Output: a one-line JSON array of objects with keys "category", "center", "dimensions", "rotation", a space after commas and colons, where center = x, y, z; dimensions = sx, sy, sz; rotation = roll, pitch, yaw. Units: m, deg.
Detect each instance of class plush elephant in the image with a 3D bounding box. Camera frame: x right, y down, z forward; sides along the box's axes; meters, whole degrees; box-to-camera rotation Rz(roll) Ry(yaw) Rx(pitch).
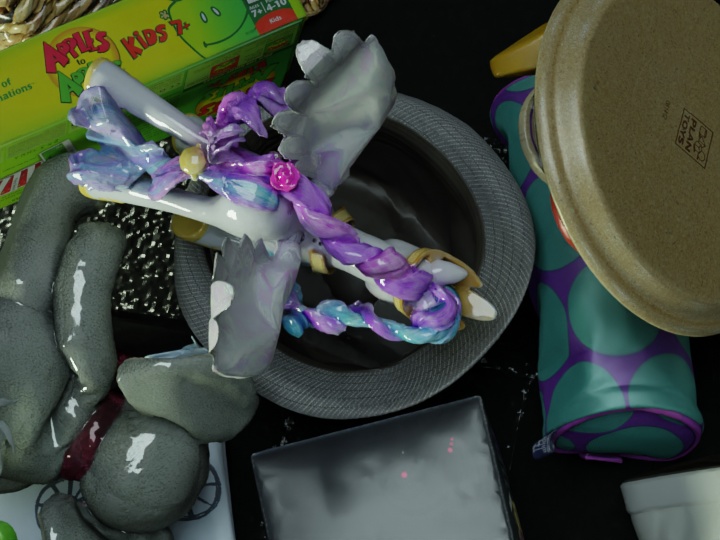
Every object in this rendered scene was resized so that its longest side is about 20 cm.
[{"category": "plush elephant", "center": [-0.136, 0.068, 1.383], "dimensions": [0.155, 0.200, 0.165], "rotation": [31, 116, -20]}]

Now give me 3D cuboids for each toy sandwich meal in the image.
[{"category": "toy sandwich meal", "center": [0.140, -0.057, 1.343], "dimensions": [0.070, 0.205, 0.206], "rotation": [-17, 65, 44]}]

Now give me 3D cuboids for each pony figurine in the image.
[{"category": "pony figurine", "center": [-0.044, -0.033, 1.304], "dimensions": [0.200, 0.193, 0.167], "rotation": [25, 87, 26]}]

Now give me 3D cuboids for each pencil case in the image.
[{"category": "pencil case", "center": [0.119, -0.001, 1.414], "dimensions": [0.085, 0.092, 0.200], "rotation": [4, 68, -28]}]

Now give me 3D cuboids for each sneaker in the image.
[{"category": "sneaker", "center": [0.205, 0.127, 1.320], "dimensions": [0.073, 0.200, 0.085], "rotation": [-12, 87, -28]}]

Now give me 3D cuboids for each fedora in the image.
[{"category": "fedora", "center": [0.000, 0.000, 1.429], "dimensions": [0.200, 0.090, 0.177], "rotation": [34, 79, 23]}]

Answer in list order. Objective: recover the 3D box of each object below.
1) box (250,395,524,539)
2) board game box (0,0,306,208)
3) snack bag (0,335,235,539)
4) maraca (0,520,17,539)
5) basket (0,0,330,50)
[{"category": "box", "center": [0.030, 0.180, 1.359], "dimensions": [0.122, 0.106, 0.200], "rotation": [-15, 71, 4]}, {"category": "board game box", "center": [-0.131, -0.094, 1.414], "dimensions": [0.200, 0.102, 0.048], "rotation": [-24, 78, -15]}, {"category": "snack bag", "center": [-0.157, 0.144, 1.445], "dimensions": [0.188, 0.021, 0.200], "rotation": [-9, 70, 5]}, {"category": "maraca", "center": [-0.207, 0.177, 1.350], "dimensions": [0.200, 0.107, 0.137], "rotation": [-8, 113, 38]}, {"category": "basket", "center": [-0.125, -0.185, 1.522], "dimensions": [0.200, 0.149, 0.143], "rotation": [-41, 39, -5]}]
